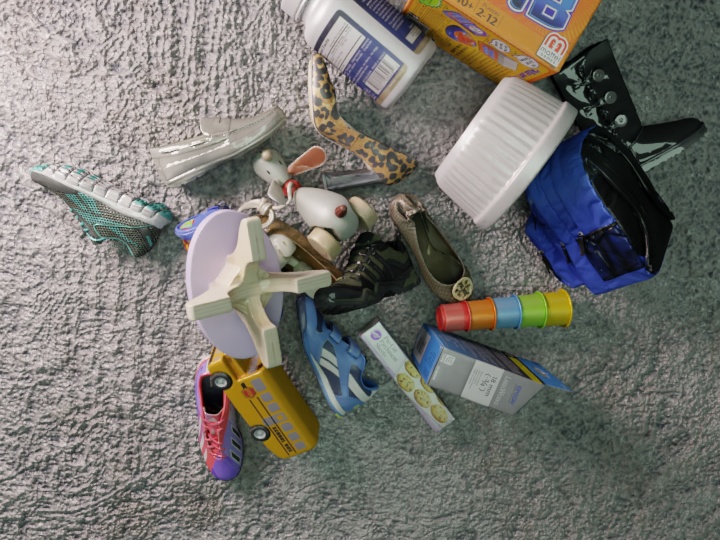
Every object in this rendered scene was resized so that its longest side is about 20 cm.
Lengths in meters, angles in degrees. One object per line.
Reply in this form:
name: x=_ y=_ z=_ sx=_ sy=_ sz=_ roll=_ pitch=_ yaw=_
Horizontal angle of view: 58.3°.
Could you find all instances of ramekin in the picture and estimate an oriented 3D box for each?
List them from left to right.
ramekin: x=0.189 y=-0.165 z=0.879 sx=0.105 sy=0.200 sz=0.200 roll=36 pitch=95 yaw=2

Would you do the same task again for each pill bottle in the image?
pill bottle: x=-0.005 y=-0.325 z=0.877 sx=0.200 sy=0.111 sz=0.111 roll=38 pitch=94 yaw=-9

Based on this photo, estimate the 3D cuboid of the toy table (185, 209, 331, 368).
toy table: x=-0.141 y=0.025 z=0.822 sx=0.183 sy=0.117 sz=0.201 roll=-26 pitch=110 yaw=-24

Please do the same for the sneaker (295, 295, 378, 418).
sneaker: x=-0.038 y=0.120 z=0.967 sx=0.082 sy=0.074 sz=0.201 roll=-22 pitch=109 yaw=1

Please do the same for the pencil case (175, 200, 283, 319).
pencil case: x=-0.180 y=0.001 z=0.913 sx=0.078 sy=0.087 sz=0.201 roll=-3 pitch=122 yaw=38

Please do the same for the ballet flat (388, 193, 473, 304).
ballet flat: x=0.111 y=-0.029 z=0.953 sx=0.067 sy=0.046 sz=0.200 roll=-40 pitch=107 yaw=-19

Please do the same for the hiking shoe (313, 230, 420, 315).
hiking shoe: x=0.000 y=0.000 z=0.915 sx=0.076 sy=0.200 sz=0.101 roll=-18 pitch=90 yaw=41

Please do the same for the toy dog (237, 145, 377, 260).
toy dog: x=-0.072 y=-0.103 z=0.885 sx=0.199 sy=0.096 sz=0.132 roll=21 pitch=70 yaw=5

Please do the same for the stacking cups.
stacking cups: x=0.214 y=0.065 z=0.976 sx=0.199 sy=0.061 sz=0.061 roll=-4 pitch=99 yaw=-6

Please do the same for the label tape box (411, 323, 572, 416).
label tape box: x=0.185 y=0.152 z=0.949 sx=0.199 sy=0.144 sz=0.064 roll=20 pitch=97 yaw=-7

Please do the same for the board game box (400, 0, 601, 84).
board game box: x=0.193 y=-0.382 z=0.838 sx=0.199 sy=0.200 sz=0.200 roll=30 pitch=96 yaw=-8

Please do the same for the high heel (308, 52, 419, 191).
high heel: x=0.004 y=-0.213 z=0.911 sx=0.142 sy=0.071 sz=0.201 roll=-8 pitch=116 yaw=4

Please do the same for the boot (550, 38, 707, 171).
boot: x=0.392 y=-0.247 z=0.948 sx=0.165 sy=0.066 sz=0.200 roll=-32 pitch=95 yaw=0

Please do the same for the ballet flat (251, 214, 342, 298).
ballet flat: x=-0.089 y=-0.005 z=0.939 sx=0.200 sy=0.072 sz=0.068 roll=41 pitch=111 yaw=-9

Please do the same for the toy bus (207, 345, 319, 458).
toy bus: x=-0.141 y=0.183 z=0.943 sx=0.078 sy=0.065 sz=0.200 roll=-22 pitch=116 yaw=14

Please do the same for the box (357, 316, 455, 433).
box: x=0.071 y=0.161 z=0.996 sx=0.041 sy=0.039 sz=0.200 roll=-37 pitch=100 yaw=1

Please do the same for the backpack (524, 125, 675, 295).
backpack: x=0.316 y=-0.083 z=0.906 sx=0.168 sy=0.163 sz=0.200 roll=-25 pitch=107 yaw=39

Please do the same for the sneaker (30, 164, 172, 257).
sneaker: x=-0.374 y=-0.082 z=0.910 sx=0.199 sy=0.078 sz=0.091 roll=25 pitch=100 yaw=-6

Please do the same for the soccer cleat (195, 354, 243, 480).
soccer cleat: x=-0.216 y=0.229 z=0.968 sx=0.068 sy=0.073 sz=0.201 roll=-4 pitch=99 yaw=-4

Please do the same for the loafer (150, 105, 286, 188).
loafer: x=-0.200 y=-0.186 z=0.906 sx=0.199 sy=0.070 sz=0.070 roll=-27 pitch=108 yaw=1
